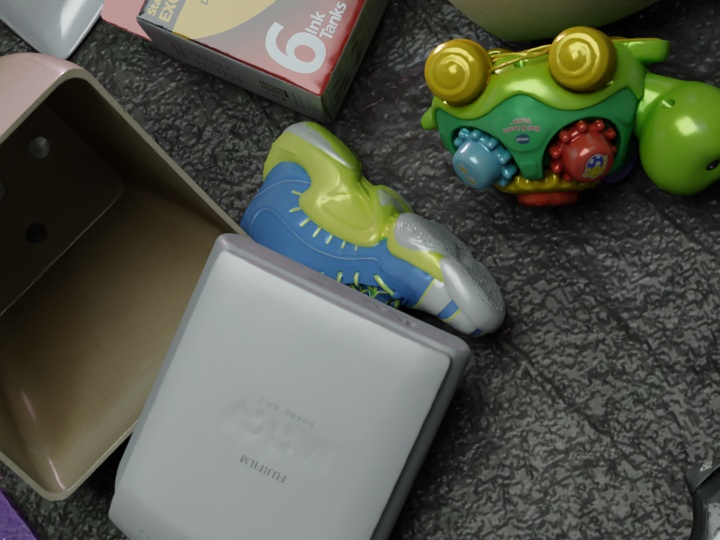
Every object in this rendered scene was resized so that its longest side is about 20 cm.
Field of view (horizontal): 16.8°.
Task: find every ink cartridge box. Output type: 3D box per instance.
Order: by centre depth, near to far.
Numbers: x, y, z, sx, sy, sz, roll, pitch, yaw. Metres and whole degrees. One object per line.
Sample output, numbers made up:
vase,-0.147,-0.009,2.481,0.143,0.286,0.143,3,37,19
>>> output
ink cartridge box,-0.059,-0.223,1.564,0.175,0.084,0.201,23,83,8

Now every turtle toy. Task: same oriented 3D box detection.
turtle toy,0.132,-0.091,1.463,0.199,0.146,0.102,-4,91,18

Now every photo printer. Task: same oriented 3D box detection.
photo printer,-0.048,0.101,1.440,0.166,0.069,0.201,26,100,5

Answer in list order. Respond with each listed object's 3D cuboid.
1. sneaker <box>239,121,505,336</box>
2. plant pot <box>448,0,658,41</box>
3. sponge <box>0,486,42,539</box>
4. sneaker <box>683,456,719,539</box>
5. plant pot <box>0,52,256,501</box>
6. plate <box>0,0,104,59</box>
sneaker,0.000,0.000,1.508,0.105,0.076,0.200,-52,56,9
plant pot,0.108,-0.220,1.494,0.134,0.200,0.201,-46,61,24
sponge,-0.268,0.239,1.527,0.200,0.030,0.112,-44,63,-1
sneaker,0.232,0.121,1.379,0.090,0.066,0.200,35,87,24
plant pot,-0.206,-0.019,1.502,0.200,0.200,0.177,-45,32,-1
plate,-0.220,-0.276,1.636,0.200,0.199,0.032,-54,25,-6
